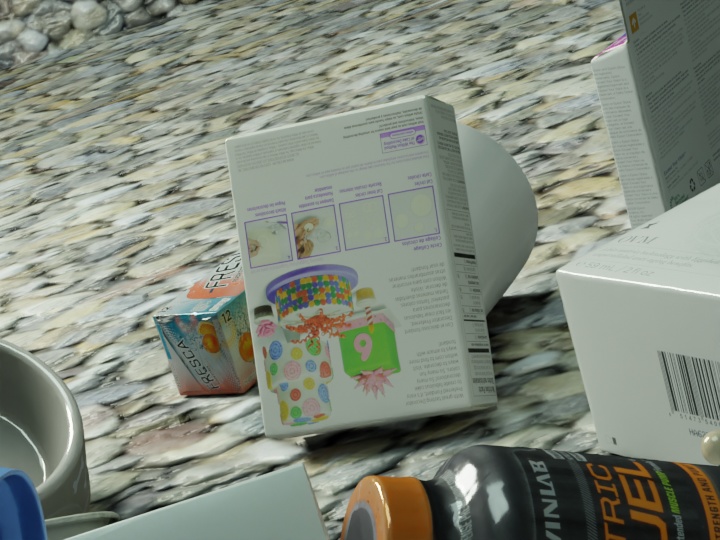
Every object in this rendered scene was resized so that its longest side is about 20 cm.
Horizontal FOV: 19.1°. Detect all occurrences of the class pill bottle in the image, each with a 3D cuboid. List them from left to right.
[{"bbox_3d":[0.092,0.132,0.931,0.199,0.107,0.106,6,11,-17],"label":"pill bottle"}]

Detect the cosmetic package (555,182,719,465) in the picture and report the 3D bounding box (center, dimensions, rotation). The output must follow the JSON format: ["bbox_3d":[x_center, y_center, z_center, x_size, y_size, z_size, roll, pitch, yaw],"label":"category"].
[{"bbox_3d":[0.257,0.023,1.214,0.199,0.124,0.199,-25,19,-30],"label":"cosmetic package"}]

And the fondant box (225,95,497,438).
[{"bbox_3d":[0.000,0.000,1.386,0.144,0.201,0.058,-10,-7,20],"label":"fondant box"}]

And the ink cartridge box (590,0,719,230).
[{"bbox_3d":[0.238,-0.150,1.634,0.043,0.201,0.196,-5,20,33],"label":"ink cartridge box"}]

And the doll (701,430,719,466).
[{"bbox_3d":[0.199,0.105,1.027,0.199,0.136,0.049,-18,52,34],"label":"doll"}]

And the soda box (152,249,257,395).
[{"bbox_3d":[-0.070,0.020,1.613,0.063,0.069,0.200,-4,22,34],"label":"soda box"}]

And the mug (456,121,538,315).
[{"bbox_3d":[0.033,0.008,1.505,0.149,0.187,0.153,19,34,5],"label":"mug"}]

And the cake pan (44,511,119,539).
[{"bbox_3d":[-0.228,0.179,1.198,0.199,0.037,0.200,-16,-10,-3],"label":"cake pan"}]

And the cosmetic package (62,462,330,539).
[{"bbox_3d":[-0.081,0.163,1.027,0.150,0.052,0.200,-19,-22,-4],"label":"cosmetic package"}]

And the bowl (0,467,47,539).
[{"bbox_3d":[-0.187,0.189,0.973,0.039,0.202,0.201,6,21,6],"label":"bowl"}]

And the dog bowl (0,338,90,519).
[{"bbox_3d":[-0.267,0.115,1.369,0.199,0.059,0.201,9,38,-7],"label":"dog bowl"}]
